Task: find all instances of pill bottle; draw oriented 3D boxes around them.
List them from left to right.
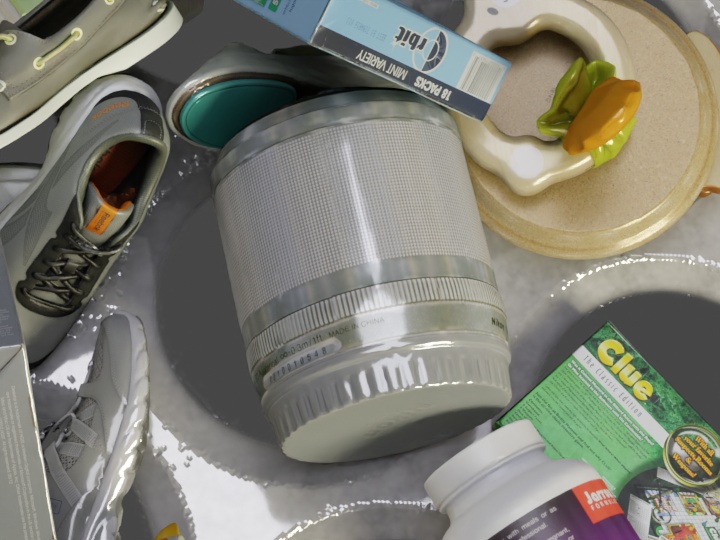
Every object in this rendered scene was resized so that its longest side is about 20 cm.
[{"bbox_3d":[0.122,0.192,1.249,0.112,0.113,0.200,-28,75,-14],"label":"pill bottle"}]

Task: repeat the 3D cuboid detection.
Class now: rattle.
[{"bbox_3d":[0.089,-0.152,1.301,0.130,0.143,0.201,-26,84,16],"label":"rattle"}]

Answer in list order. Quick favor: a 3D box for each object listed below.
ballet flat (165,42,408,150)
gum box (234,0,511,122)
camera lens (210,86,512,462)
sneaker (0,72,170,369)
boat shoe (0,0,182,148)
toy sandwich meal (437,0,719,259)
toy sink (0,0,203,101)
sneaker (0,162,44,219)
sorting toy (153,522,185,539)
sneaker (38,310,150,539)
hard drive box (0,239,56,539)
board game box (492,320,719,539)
[{"bbox_3d":[-0.055,-0.116,1.346,0.200,0.069,0.070,-4,65,-43],"label":"ballet flat"},{"bbox_3d":[-0.032,-0.168,1.275,0.200,0.170,0.045,33,100,40],"label":"gum box"},{"bbox_3d":[0.000,0.000,1.285,0.159,0.160,0.201,-10,71,-8],"label":"camera lens"},{"bbox_3d":[-0.178,-0.023,1.285,0.074,0.079,0.201,20,106,-29],"label":"sneaker"},{"bbox_3d":[-0.199,-0.126,1.257,0.202,0.072,0.060,-37,118,-25],"label":"boat shoe"},{"bbox_3d":[0.149,-0.097,1.389,0.204,0.070,0.206,-1,78,3],"label":"toy sandwich meal"},{"bbox_3d":[-0.218,-0.188,1.364,0.200,0.112,0.130,-35,76,-16],"label":"toy sink"},{"bbox_3d":[-0.263,-0.027,1.332,0.199,0.070,0.081,-8,93,-11],"label":"sneaker"},{"bbox_3d":[-0.174,0.236,1.194,0.179,0.201,0.107,-11,26,-2],"label":"sorting toy"},{"bbox_3d":[-0.176,0.115,1.273,0.082,0.075,0.201,13,70,-2],"label":"sneaker"},{"bbox_3d":[-0.216,0.077,1.139,0.077,0.200,0.156,-9,112,-11],"label":"hard drive box"},{"bbox_3d":[0.188,0.137,1.324,0.105,0.023,0.200,-40,78,-15],"label":"board game box"}]
